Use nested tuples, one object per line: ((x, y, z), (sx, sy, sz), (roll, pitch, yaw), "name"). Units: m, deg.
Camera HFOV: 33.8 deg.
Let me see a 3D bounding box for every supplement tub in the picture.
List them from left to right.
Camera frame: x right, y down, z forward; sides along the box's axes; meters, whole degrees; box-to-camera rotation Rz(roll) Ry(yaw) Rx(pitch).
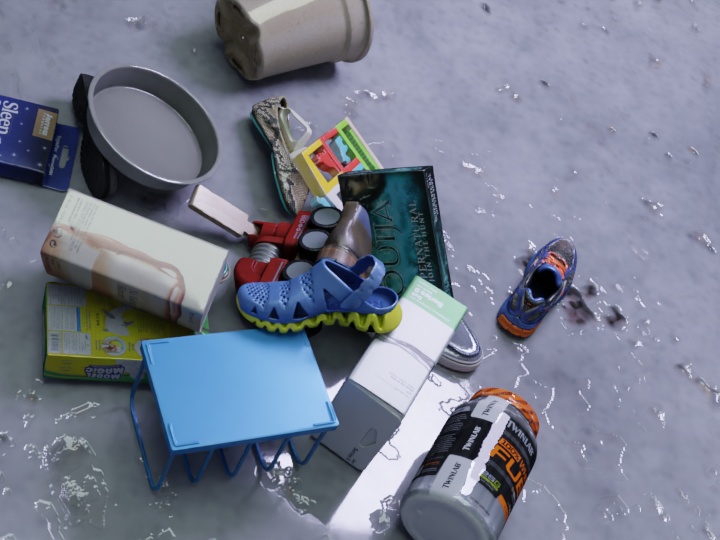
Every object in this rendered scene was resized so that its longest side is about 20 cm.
((0.139, 0.243, 1.440), (0.122, 0.123, 0.200), (33, 48, 3), "supplement tub")

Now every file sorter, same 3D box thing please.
((-0.153, 0.161, 1.370), (0.199, 0.123, 0.139), (-5, 56, -27), "file sorter")

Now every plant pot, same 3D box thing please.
((-0.111, -0.379, 1.790), (0.183, 0.201, 0.201), (-28, 69, -26), "plant pot")

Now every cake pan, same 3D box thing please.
((-0.278, -0.187, 1.576), (0.199, 0.037, 0.201), (26, 42, -25), "cake pan")

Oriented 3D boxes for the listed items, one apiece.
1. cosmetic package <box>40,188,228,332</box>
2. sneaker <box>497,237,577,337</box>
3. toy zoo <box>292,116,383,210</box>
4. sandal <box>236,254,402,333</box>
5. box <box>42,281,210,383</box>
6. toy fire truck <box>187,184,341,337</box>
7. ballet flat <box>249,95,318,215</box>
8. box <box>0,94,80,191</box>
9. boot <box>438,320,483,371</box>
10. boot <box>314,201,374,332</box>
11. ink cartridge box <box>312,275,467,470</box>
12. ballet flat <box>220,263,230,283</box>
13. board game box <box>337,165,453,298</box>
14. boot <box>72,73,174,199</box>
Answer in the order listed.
((-0.264, -0.009, 1.393), (0.199, 0.103, 0.088), (20, 71, -2), "cosmetic package")
((0.271, 0.015, 1.711), (0.075, 0.079, 0.200), (34, 48, 3), "sneaker")
((-0.024, -0.130, 1.664), (0.132, 0.020, 0.200), (54, 31, -7), "toy zoo")
((-0.047, 0.022, 1.393), (0.199, 0.088, 0.080), (-2, 34, -11), "sandal")
((-0.279, 0.077, 1.424), (0.199, 0.049, 0.118), (4, 46, -19), "box")
((-0.132, -0.023, 1.545), (0.199, 0.129, 0.176), (9, 42, 14), "toy fire truck")
((-0.100, -0.174, 1.687), (0.068, 0.075, 0.201), (45, 21, -56), "ballet flat")
((-0.472, -0.178, 1.553), (0.199, 0.032, 0.122), (13, 49, -16), "box")
((0.095, 0.047, 1.596), (0.200, 0.091, 0.073), (39, 48, 8), "boot")
((0.000, 0.000, 1.517), (0.074, 0.200, 0.097), (9, 62, 17), "boot")
((0.037, 0.127, 1.468), (0.084, 0.146, 0.200), (33, 47, 3), "ink cartridge box")
((-0.264, -0.005, 1.486), (0.199, 0.070, 0.070), (13, 49, -6), "ballet flat")
((0.047, -0.033, 1.543), (0.028, 0.135, 0.201), (-29, 113, -53), "board game box")
((-0.312, -0.183, 1.611), (0.131, 0.070, 0.201), (5, 59, -32), "boot")
